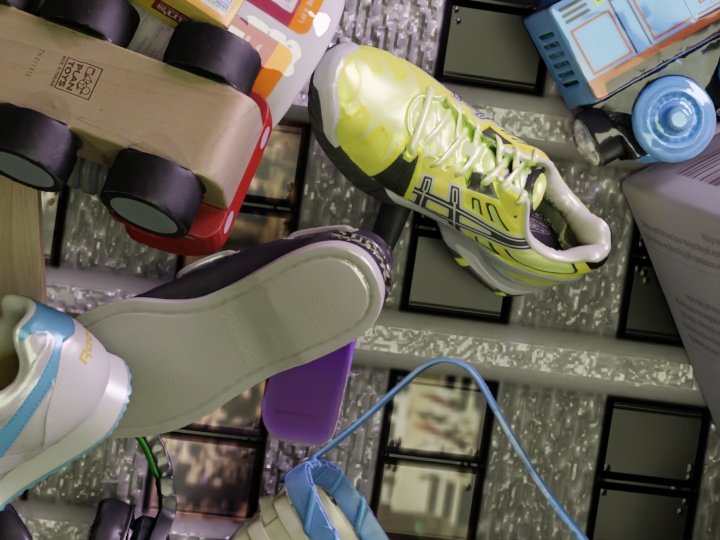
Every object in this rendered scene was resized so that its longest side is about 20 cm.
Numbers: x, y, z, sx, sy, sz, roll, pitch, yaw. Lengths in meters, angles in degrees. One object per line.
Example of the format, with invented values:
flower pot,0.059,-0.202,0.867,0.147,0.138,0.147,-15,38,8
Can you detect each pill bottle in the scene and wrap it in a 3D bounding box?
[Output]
pill bottle,-0.115,-0.154,1.485,0.199,0.110,0.110,32,90,-13

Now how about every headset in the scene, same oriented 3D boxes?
headset,-0.158,0.157,1.547,0.123,0.094,0.201,-2,82,-8

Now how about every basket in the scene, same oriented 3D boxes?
basket,0.020,0.168,1.527,0.200,0.139,0.177,-36,82,3

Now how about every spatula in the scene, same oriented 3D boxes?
spatula,0.000,0.000,1.542,0.021,0.056,0.201,45,61,-39

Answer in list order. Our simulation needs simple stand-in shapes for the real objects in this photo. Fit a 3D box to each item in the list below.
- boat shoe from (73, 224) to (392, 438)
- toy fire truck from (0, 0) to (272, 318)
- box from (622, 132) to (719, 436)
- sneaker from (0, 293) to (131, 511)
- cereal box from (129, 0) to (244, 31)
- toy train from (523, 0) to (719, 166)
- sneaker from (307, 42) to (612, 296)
boat shoe,-0.075,0.028,1.503,0.199,0.060,0.074,-24,100,17
toy fire truck,-0.140,-0.046,1.462,0.175,0.200,0.129,20,73,9
box,0.277,0.000,1.541,0.199,0.199,0.172,-24,102,-8
sneaker,-0.212,0.091,1.463,0.200,0.077,0.081,-41,125,6
cereal box,-0.083,-0.227,1.432,0.143,0.040,0.201,31,67,-8
toy train,0.189,-0.135,1.567,0.199,0.087,0.115,-29,96,-7
sneaker,0.055,-0.059,1.522,0.200,0.076,0.076,35,62,-34
